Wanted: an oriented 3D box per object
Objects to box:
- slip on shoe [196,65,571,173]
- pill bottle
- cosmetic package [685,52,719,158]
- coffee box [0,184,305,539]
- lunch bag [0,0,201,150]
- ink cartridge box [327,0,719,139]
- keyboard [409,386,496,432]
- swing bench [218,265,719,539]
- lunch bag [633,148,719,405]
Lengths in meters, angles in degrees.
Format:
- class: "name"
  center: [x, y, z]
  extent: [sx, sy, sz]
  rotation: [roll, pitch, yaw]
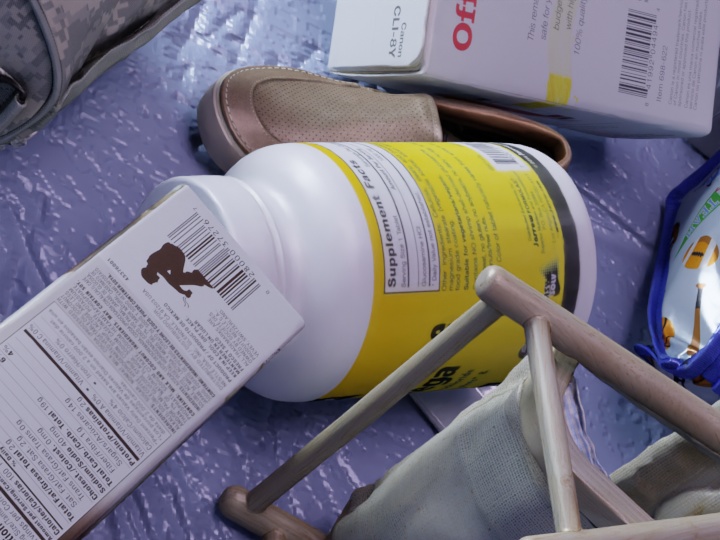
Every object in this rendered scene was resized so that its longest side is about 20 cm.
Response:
- class: "slip on shoe"
  center: [0.015, -0.062, 1.227]
  extent: [0.199, 0.061, 0.077]
  rotation: [18, 50, -32]
- class: "pill bottle"
  center: [0.000, 0.000, 1.126]
  extent: [0.199, 0.112, 0.113]
  rotation: [-2, 62, -39]
- class: "cosmetic package"
  center: [0.294, -0.068, 1.456]
  extent: [0.199, 0.090, 0.107]
  rotation: [34, 52, -13]
- class: "coffee box"
  center: [-0.124, 0.065, 0.969]
  extent: [0.080, 0.113, 0.200]
  rotation: [48, 41, -1]
- class: "lunch bag"
  center: [-0.146, -0.160, 1.097]
  extent: [0.168, 0.139, 0.200]
  rotation: [48, 41, -1]
- class: "ink cartridge box"
  center: [0.090, -0.155, 1.304]
  extent: [0.199, 0.083, 0.146]
  rotation: [9, 87, -37]
- class: "keyboard"
  center: [0.098, 0.120, 1.206]
  extent: [0.200, 0.011, 0.056]
  rotation: [50, 46, 1]
- class: "swing bench"
  center: [0.079, 0.123, 1.039]
  extent: [0.199, 0.199, 0.131]
  rotation: [18, 49, -32]
- class: "lunch bag"
  center: [0.235, 0.037, 1.304]
  extent: [0.170, 0.124, 0.201]
  rotation: [36, 33, -14]
